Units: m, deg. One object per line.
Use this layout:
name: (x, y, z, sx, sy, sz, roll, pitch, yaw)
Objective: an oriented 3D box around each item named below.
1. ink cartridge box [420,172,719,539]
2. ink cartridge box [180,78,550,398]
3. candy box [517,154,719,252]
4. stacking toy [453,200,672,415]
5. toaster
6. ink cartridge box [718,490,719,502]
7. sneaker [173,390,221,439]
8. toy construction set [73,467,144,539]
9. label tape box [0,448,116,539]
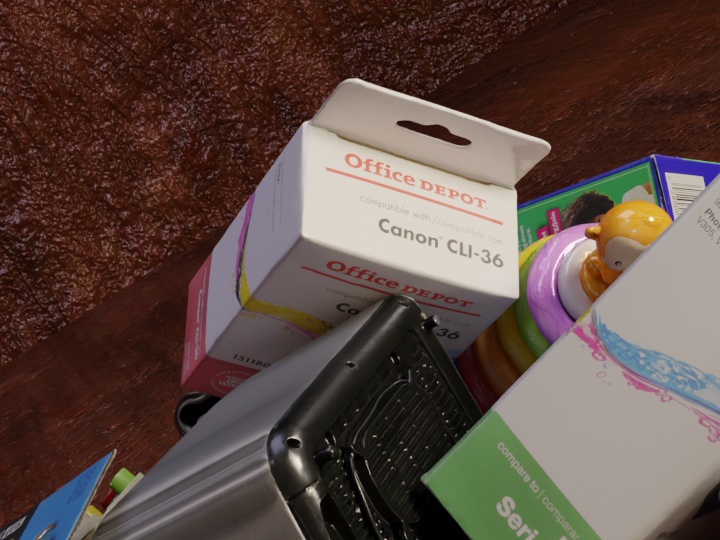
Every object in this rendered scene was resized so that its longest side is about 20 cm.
ink cartridge box: (0.143, 0.046, 0.725, 0.200, 0.088, 0.145, -49, -23, 18)
ink cartridge box: (0.000, 0.000, 0.857, 0.200, 0.115, 0.068, 130, 149, -50)
candy box: (0.151, -0.002, 1.059, 0.199, 0.078, 0.168, -22, -17, 41)
stacking toy: (0.110, 0.017, 0.837, 0.200, 0.115, 0.111, 113, 167, -68)
toaster: (-0.001, 0.135, 0.758, 0.118, 0.182, 0.200, -28, 8, 26)
ink cartridge box: (0.240, 0.080, 0.596, 0.146, 0.084, 0.200, -34, 11, -17)
sneaker: (-0.072, 0.075, 1.014, 0.075, 0.071, 0.200, 10, 1, -15)
toy construction set: (-0.159, 0.180, 1.233, 0.199, 0.092, 0.131, -30, -17, -38)
label tape box: (-0.171, 0.174, 0.703, 0.199, 0.064, 0.144, -33, 14, 15)
